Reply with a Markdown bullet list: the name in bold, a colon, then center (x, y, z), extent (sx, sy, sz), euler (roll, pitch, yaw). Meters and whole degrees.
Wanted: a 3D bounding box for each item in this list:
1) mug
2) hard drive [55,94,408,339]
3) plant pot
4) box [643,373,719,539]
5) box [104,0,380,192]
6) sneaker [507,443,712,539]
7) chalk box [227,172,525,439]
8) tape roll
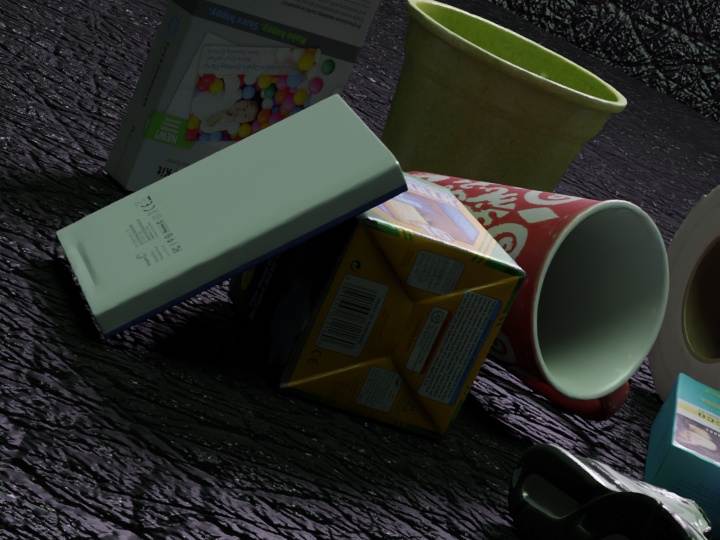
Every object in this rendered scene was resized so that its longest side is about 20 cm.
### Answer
- **mug**: center (0.096, 0.021, 1.511), extent (0.133, 0.179, 0.199), euler (-17, 23, -38)
- **hard drive**: center (-0.082, -0.036, 1.327), extent (0.025, 0.199, 0.132), euler (67, -7, -28)
- **plant pot**: center (0.091, -0.101, 1.805), extent (0.199, 0.185, 0.200), euler (24, 14, -6)
- **box**: center (0.243, 0.131, 1.504), extent (0.082, 0.049, 0.200), euler (26, 14, 4)
- **box**: center (-0.086, -0.142, 1.620), extent (0.155, 0.201, 0.041), euler (13, 18, -39)
- **sneaker**: center (0.182, 0.161, 1.237), extent (0.115, 0.076, 0.200), euler (12, 16, -35)
- **chalk box**: center (0.000, 0.000, 1.412), extent (0.123, 0.125, 0.200), euler (19, 17, -23)
- **tape roll**: center (0.335, 0.038, 1.685), extent (0.138, 0.204, 0.203), euler (17, 16, -26)
